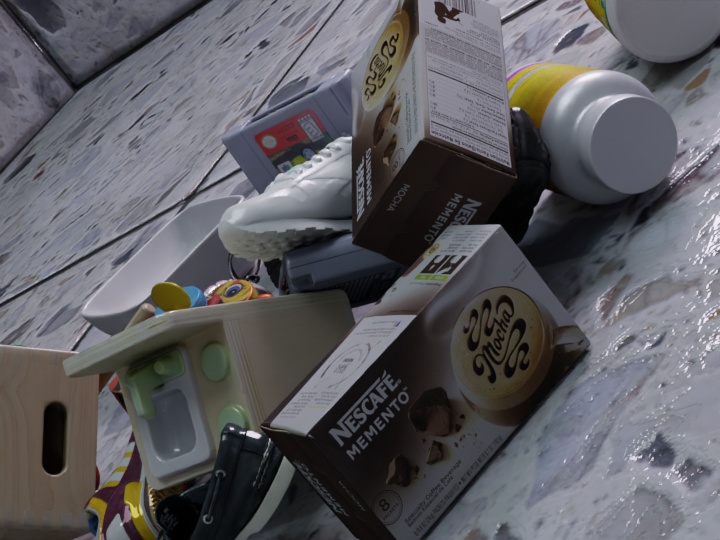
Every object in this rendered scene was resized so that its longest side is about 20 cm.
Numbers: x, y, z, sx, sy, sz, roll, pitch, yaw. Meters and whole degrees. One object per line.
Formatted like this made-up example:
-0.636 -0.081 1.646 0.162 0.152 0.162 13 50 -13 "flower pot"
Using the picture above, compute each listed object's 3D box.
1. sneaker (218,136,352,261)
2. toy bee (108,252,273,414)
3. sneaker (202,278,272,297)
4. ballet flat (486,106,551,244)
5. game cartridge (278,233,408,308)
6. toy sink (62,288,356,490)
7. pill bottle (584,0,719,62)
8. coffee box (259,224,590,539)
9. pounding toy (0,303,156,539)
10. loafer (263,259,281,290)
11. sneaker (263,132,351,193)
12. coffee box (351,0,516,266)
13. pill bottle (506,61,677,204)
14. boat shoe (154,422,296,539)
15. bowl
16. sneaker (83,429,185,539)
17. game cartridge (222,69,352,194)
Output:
-0.027 -0.060 1.298 0.199 0.081 0.076 -11 -8 -32 "sneaker"
-0.125 0.043 1.401 0.108 0.131 0.201 2 65 47 "toy bee"
-0.123 0.073 1.539 0.088 0.082 0.200 13 28 21 "sneaker"
0.107 -0.059 1.316 0.200 0.066 0.057 121 150 -60 "ballet flat"
0.000 0.000 1.347 0.132 0.041 0.200 -11 -9 -7 "game cartridge"
-0.103 0.094 1.248 0.130 0.113 0.199 -25 -12 38 "toy sink"
0.262 -0.265 1.502 0.112 0.113 0.200 -36 18 10 "pill bottle"
0.045 0.077 1.113 0.200 0.113 0.080 -45 19 -19 "coffee box"
-0.281 0.140 1.476 0.184 0.141 0.202 150 123 -61 "pounding toy"
-0.018 -0.042 1.443 0.071 0.074 0.200 -22 -4 -34 "loafer"
-0.038 -0.084 1.588 0.141 0.077 0.200 -62 -3 -26 "sneaker"
0.051 -0.111 1.234 0.113 0.079 0.201 -54 25 40 "coffee box"
0.177 -0.110 1.312 0.104 0.104 0.200 -41 17 -5 "pill bottle"
-0.113 0.179 1.174 0.200 0.066 0.075 -53 14 41 "boat shoe"
-0.204 0.008 1.851 0.200 0.075 0.199 -48 20 -22 "bowl"
-0.193 0.184 1.400 0.090 0.075 0.200 -31 18 10 "sneaker"
-0.043 -0.119 1.705 0.199 0.133 0.041 -21 24 45 "game cartridge"
